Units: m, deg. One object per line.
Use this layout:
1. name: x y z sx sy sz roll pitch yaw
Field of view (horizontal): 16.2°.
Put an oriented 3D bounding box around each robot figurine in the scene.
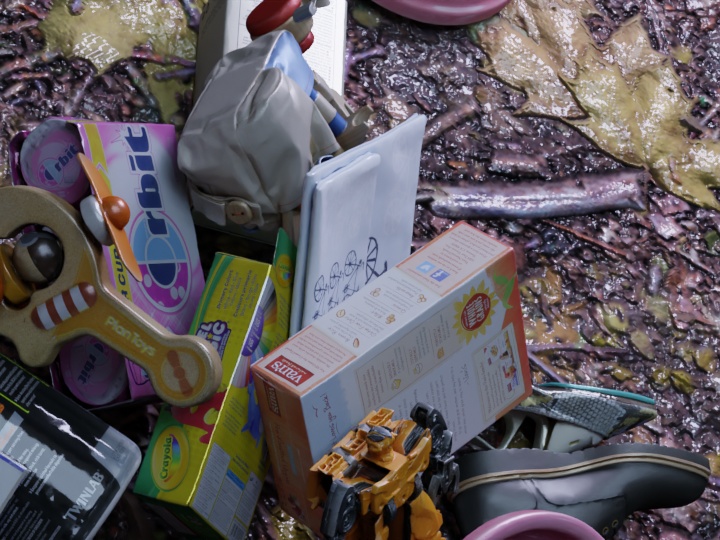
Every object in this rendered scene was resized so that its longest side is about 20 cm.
1. robot figurine: 0.008 0.179 1.677 0.058 0.200 0.145 22 43 29

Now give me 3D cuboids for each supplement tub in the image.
1. supplement tub: -0.252 0.112 1.638 0.200 0.123 0.123 35 50 -2

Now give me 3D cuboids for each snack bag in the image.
1. snack bag: 0.000 0.000 1.785 0.021 0.189 0.200 13 20 21

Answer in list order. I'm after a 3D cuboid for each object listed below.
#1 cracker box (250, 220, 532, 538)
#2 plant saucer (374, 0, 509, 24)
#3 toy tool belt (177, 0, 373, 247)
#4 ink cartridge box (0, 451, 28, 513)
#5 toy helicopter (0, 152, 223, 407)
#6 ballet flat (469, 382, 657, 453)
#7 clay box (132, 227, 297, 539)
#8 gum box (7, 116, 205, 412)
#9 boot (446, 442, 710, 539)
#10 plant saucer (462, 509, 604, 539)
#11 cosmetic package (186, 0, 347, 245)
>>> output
1. cracker box: 0.024 0.075 1.732 0.200 0.134 0.058 -34 44 -29
2. plant saucer: 0.055 -0.298 2.100 0.200 0.051 0.201 12 55 -18
3. toy tool belt: -0.053 -0.100 1.800 0.123 0.125 0.200 54 32 -24
4. ink cartridge box: -0.339 0.156 1.562 0.198 0.043 0.200 33 81 -3
5. toy helicopter: -0.169 0.014 1.634 0.200 0.132 0.079 34 5 10
6. ballet flat: 0.123 0.106 1.876 0.200 0.072 0.072 15 54 -17
7. clay box: -0.085 0.077 1.708 0.047 0.115 0.201 11 72 20
8. gum box: -0.167 -0.008 1.726 0.113 0.066 0.201 -3 80 -61
9. boot: 0.165 0.202 1.828 0.199 0.078 0.139 -3 64 -13
10. plant saucer: 0.101 0.260 1.714 0.200 0.051 0.201 -4 97 -37
11. cosmetic package: -0.071 -0.123 1.916 0.105 0.071 0.200 16 53 -17
